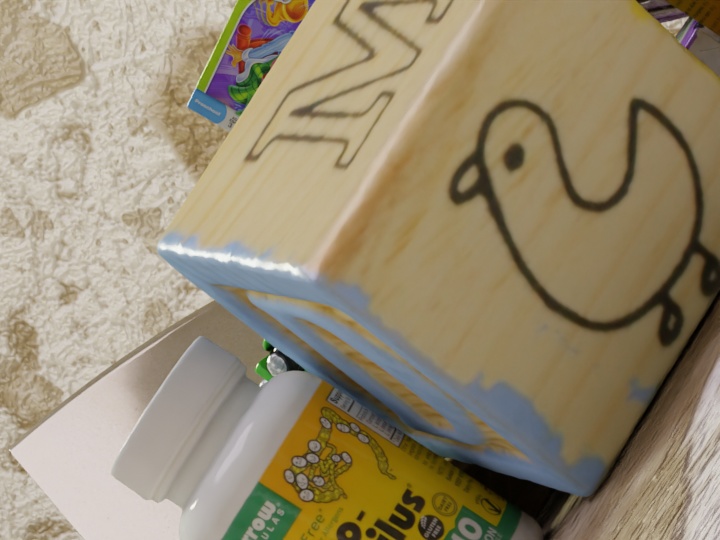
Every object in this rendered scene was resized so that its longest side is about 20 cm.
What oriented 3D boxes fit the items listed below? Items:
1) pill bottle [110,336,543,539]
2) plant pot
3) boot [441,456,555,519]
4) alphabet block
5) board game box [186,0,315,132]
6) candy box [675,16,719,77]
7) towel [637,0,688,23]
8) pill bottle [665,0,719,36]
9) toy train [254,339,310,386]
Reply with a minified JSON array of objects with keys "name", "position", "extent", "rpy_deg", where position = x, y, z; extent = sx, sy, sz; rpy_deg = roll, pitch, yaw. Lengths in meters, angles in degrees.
[{"name":"pill bottle","position":[-0.019,0.121,1.290],"extent":[0.113,0.200,0.113],"rpy_deg":[-56,-1,-2]},{"name":"plant pot","position":[-0.045,0.127,1.509],"extent":[0.177,0.200,0.200],"rpy_deg":[-49,-42,1]},{"name":"boot","position":[0.067,0.109,1.417],"extent":[0.200,0.073,0.155],"rpy_deg":[-55,0,8]},{"name":"alphabet block","position":[0.054,-0.033,1.260],"extent":[0.201,0.195,0.196],"rpy_deg":[-58,27,-11]},{"name":"board game box","position":[0.014,-0.101,1.497],"extent":[0.135,0.199,0.045],"rpy_deg":[-60,0,44]},{"name":"candy box","position":[0.179,-0.063,1.484],"extent":[0.168,0.071,0.200],"rpy_deg":[-58,-1,15]},{"name":"towel","position":[0.219,-0.179,1.495],"extent":[0.132,0.035,0.200],"rpy_deg":[-10,10,24]},{"name":"pill bottle","position":[0.181,-0.188,1.329],"extent":[0.110,0.200,0.109],"rpy_deg":[-57,-1,-1]},{"name":"toy train","position":[0.006,0.026,1.422],"extent":[0.200,0.042,0.057],"rpy_deg":[-32,-27,-49]}]
